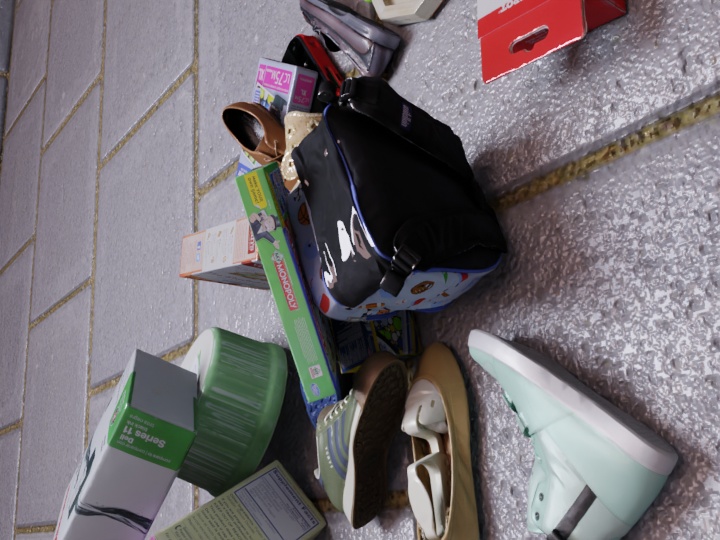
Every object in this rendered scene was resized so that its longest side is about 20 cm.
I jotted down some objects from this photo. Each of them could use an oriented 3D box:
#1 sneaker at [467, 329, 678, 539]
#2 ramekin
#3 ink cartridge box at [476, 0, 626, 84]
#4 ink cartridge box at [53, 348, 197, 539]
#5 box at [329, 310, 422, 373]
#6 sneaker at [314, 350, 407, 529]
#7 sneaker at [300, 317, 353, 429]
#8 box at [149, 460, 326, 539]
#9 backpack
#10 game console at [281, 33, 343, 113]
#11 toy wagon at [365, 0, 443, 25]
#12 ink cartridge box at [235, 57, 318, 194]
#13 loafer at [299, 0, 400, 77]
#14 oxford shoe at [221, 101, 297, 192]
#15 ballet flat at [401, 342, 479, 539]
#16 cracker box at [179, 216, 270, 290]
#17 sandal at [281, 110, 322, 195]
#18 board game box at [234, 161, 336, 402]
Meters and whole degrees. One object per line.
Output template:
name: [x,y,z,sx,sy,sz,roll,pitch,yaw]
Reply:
sneaker: [0.136,0.135,0.582,0.200,0.073,0.121,39,106,46]
ramekin: [-0.179,0.171,0.912,0.201,0.096,0.203,-50,26,34]
ink cartridge box: [0.164,-0.269,0.645,0.115,0.066,0.207,-14,72,50]
ink cartridge box: [-0.255,0.213,0.796,0.204,0.082,0.147,-62,20,8]
box: [0.000,0.000,0.775,0.064,0.069,0.206,-27,69,43]
sneaker: [-0.012,0.158,0.738,0.089,0.066,0.206,32,126,40]
sneaker: [-0.027,0.086,0.821,0.069,0.077,0.206,4,105,49]
box: [-0.162,0.335,0.811,0.097,0.198,0.178,45,120,19]
backpack: [0.035,-0.044,0.666,0.154,0.186,0.205,-40,56,45]
game console: [-0.080,-0.199,0.980,0.179,0.030,0.202,-60,41,33]
toy wagon: [0.069,-0.382,0.816,0.153,0.039,0.206,15,93,52]
ink cartridge box: [-0.118,-0.173,0.975,0.119,0.041,0.206,31,113,53]
loafer: [-0.027,-0.291,0.898,0.200,0.070,0.064,44,120,44]
oxford shoe: [-0.091,-0.134,0.882,0.198,0.071,0.072,35,106,12]
ballet flat: [0.069,0.164,0.675,0.068,0.062,0.206,-31,58,46]
cracker box: [-0.121,-0.018,0.903,0.197,0.131,0.060,-10,74,51]
sandal: [-0.054,-0.151,0.807,0.077,0.070,0.214,-24,27,49]
board game box: [-0.065,0.003,0.684,0.135,0.028,0.206,-103,-3,-79]
